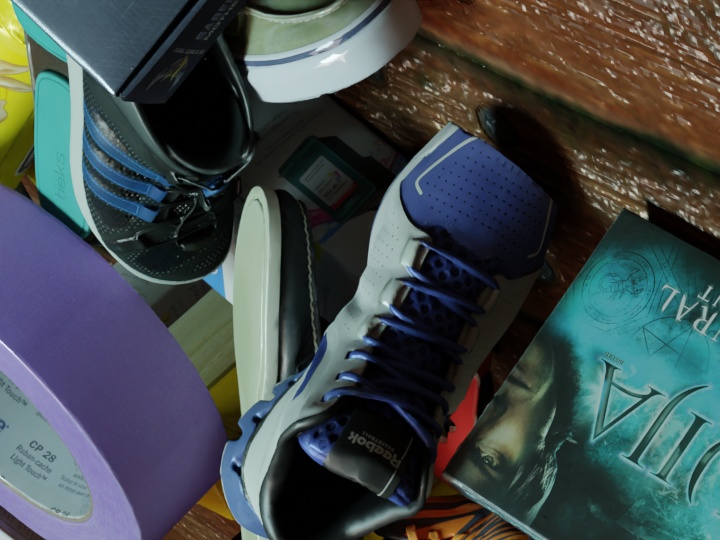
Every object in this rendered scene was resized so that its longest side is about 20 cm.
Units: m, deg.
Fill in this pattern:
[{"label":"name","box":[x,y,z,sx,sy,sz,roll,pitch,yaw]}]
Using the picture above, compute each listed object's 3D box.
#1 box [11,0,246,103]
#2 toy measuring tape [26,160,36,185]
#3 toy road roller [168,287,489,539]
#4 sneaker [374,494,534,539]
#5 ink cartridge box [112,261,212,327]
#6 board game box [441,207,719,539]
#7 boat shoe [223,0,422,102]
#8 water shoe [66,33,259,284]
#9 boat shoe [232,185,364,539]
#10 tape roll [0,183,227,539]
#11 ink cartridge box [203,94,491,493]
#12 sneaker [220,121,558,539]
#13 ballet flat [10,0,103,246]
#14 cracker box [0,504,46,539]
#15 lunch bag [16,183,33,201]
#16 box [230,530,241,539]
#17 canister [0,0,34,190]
[{"label":"box","box":[-0.106,-0.188,1.169,0.200,0.158,0.051,44,-165,14]},{"label":"toy measuring tape","box":[-0.170,-0.089,1.542,0.200,0.074,0.074,36,154,24]},{"label":"toy road roller","box":[-0.018,0.099,1.500,0.200,0.123,0.146,23,146,46]},{"label":"sneaker","box":[0.054,0.148,1.337,0.200,0.111,0.078,-29,-69,-75]},{"label":"ink cartridge box","box":[-0.139,0.086,1.601,0.067,0.200,0.117,18,143,52]},{"label":"board game box","box":[0.143,0.074,1.154,0.200,0.136,0.028,30,172,37]},{"label":"boat shoe","box":[-0.046,-0.119,1.275,0.200,0.072,0.062,16,143,57]},{"label":"water shoe","box":[-0.083,-0.052,1.271,0.079,0.071,0.201,46,159,38]},{"label":"boat shoe","box":[-0.020,0.056,1.329,0.075,0.066,0.201,-128,35,-70]},{"label":"tape roll","box":[-0.157,0.049,1.416,0.200,0.066,0.200,37,156,19]},{"label":"ink cartridge box","box":[0.000,0.000,1.382,0.200,0.067,0.116,40,155,22]},{"label":"sneaker","box":[0.018,0.045,1.229,0.080,0.200,0.115,32,-173,-13]},{"label":"ballet flat","box":[-0.118,-0.101,1.318,0.067,0.064,0.201,34,141,33]},{"label":"cracker box","box":[-0.206,0.159,1.555,0.200,0.058,0.134,39,127,-15]},{"label":"lunch bag","box":[-0.263,-0.073,1.628,0.161,0.082,0.200,38,-169,-35]},{"label":"box","box":[-0.055,0.205,1.640,0.143,0.200,0.036,20,141,48]},{"label":"canister","box":[-0.197,-0.122,1.441,0.149,0.086,0.200,53,140,12]}]
